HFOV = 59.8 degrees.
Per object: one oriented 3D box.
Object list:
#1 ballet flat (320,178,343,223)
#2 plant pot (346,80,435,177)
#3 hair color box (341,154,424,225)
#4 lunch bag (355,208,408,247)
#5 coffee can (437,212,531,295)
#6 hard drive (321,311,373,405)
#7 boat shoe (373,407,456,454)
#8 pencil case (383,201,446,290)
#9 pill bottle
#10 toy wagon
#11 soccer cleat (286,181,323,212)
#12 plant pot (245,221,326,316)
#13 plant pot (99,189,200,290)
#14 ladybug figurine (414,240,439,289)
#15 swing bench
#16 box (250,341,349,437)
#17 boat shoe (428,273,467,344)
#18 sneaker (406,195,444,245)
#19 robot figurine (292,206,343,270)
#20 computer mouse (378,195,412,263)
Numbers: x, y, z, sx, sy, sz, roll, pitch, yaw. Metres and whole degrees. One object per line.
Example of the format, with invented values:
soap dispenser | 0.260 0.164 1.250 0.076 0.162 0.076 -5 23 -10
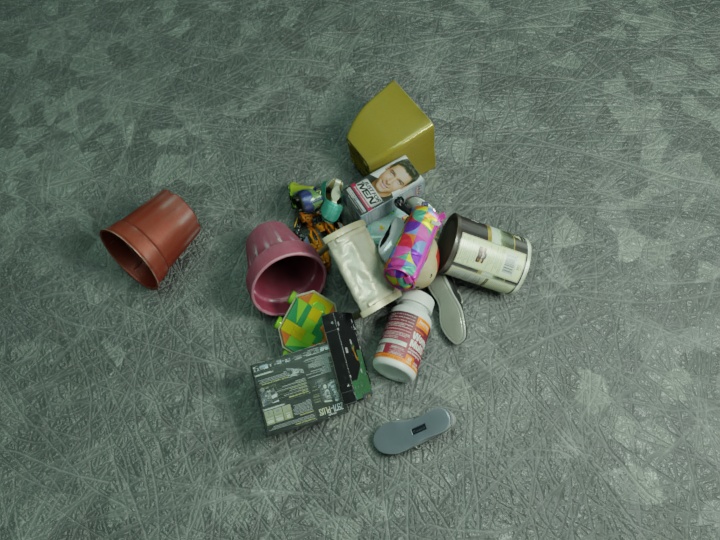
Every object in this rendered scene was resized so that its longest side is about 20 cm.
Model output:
ballet flat | -0.070 -0.204 1.679 0.066 0.071 0.202 23 32 -17
plant pot | 0.073 -0.349 1.725 0.198 0.196 0.196 -34 65 -7
hair color box | 0.060 -0.206 1.628 0.197 0.061 0.100 -30 64 -12
lunch bag | 0.059 -0.139 1.671 0.155 0.078 0.205 -1 62 3
coffee can | 0.296 -0.038 1.532 0.195 0.147 0.150 18 62 -9
hard drive | -0.029 0.199 1.437 0.037 0.139 0.205 -19 81 15
boat shoe | 0.127 0.359 1.412 0.199 0.086 0.076 -29 64 22
pencil case | 0.121 -0.055 1.411 0.086 0.089 0.203 20 63 14
pill bottle | 0.108 0.153 1.498 0.107 0.110 0.204 16 65 12
toy wagon | -0.134 0.154 1.518 0.153 0.040 0.203 30 84 -7
soccer cleat | -0.148 -0.200 1.685 0.082 0.066 0.200 -18 22 -10
plant pot | -0.205 -0.019 1.575 0.196 0.203 0.180 -25 47 -10
plant pot | -0.534 -0.091 1.633 0.198 0.203 0.196 30 59 18
ladybug figurine | 0.141 -0.017 1.522 0.135 0.072 0.201 -40 17 19
swing bench | 0.000 0.000 1.500 0.127 0.200 0.203 -27 88 -10
box | -0.137 0.271 1.441 0.195 0.086 0.168 -16 80 -5
boat shoe | 0.223 0.087 1.552 0.074 0.059 0.204 -41 57 31
sneaker | 0.172 -0.096 1.613 0.091 0.076 0.202 -38 93 -7
robot figurine | -0.099 -0.098 1.671 0.142 0.059 0.203 -24 63 -11
computer mouse | 0.102 -0.090 1.499 0.110 0.043 0.202 45 45 -19
